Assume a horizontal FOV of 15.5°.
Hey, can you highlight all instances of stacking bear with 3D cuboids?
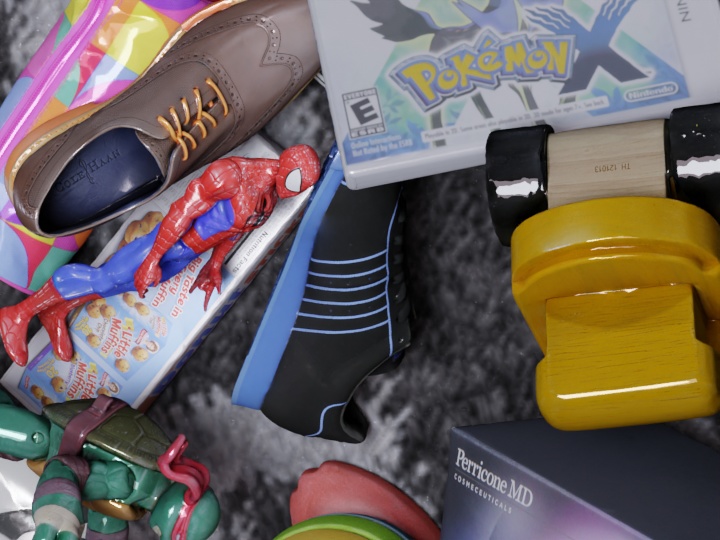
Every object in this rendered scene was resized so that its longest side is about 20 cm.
[{"bbox_3d":[-0.020,0.177,1.324,0.114,0.200,0.122,22,98,12],"label":"stacking bear"}]

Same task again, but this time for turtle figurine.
[{"bbox_3d":[-0.144,0.110,1.332,0.200,0.150,0.101,27,75,18],"label":"turtle figurine"}]

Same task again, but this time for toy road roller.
[{"bbox_3d":[0.133,0.019,1.267,0.123,0.200,0.146,-6,63,15],"label":"toy road roller"}]

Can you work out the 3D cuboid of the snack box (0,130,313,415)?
[{"bbox_3d":[-0.108,0.008,1.428,0.072,0.024,0.200,41,101,10],"label":"snack box"}]

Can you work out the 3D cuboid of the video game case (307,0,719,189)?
[{"bbox_3d":[0.074,-0.142,1.317,0.200,0.022,0.182,-11,67,-1],"label":"video game case"}]

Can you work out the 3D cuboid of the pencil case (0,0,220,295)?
[{"bbox_3d":[-0.151,-0.086,1.405,0.088,0.088,0.200,34,100,10],"label":"pencil case"}]

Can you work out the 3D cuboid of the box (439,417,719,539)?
[{"bbox_3d":[0.130,0.191,1.262,0.200,0.123,0.199,26,114,54],"label":"box"}]

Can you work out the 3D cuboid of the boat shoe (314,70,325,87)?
[{"bbox_3d":[0.052,-0.096,1.362,0.200,0.064,0.071,24,98,13],"label":"boat shoe"}]

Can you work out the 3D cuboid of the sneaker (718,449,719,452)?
[{"bbox_3d":[0.248,0.120,1.321,0.200,0.075,0.116,2,91,15],"label":"sneaker"}]

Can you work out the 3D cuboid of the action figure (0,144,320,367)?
[{"bbox_3d":[-0.098,-0.009,1.364,0.200,0.065,0.052,-35,70,26],"label":"action figure"}]

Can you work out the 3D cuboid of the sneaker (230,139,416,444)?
[{"bbox_3d":[0.000,0.000,1.368,0.078,0.070,0.200,22,118,-2],"label":"sneaker"}]

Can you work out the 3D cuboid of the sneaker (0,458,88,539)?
[{"bbox_3d":[-0.224,0.105,1.448,0.200,0.074,0.080,31,86,6],"label":"sneaker"}]

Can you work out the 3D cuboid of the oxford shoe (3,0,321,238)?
[{"bbox_3d":[-0.087,-0.076,1.338,0.200,0.073,0.071,-36,113,1],"label":"oxford shoe"}]
